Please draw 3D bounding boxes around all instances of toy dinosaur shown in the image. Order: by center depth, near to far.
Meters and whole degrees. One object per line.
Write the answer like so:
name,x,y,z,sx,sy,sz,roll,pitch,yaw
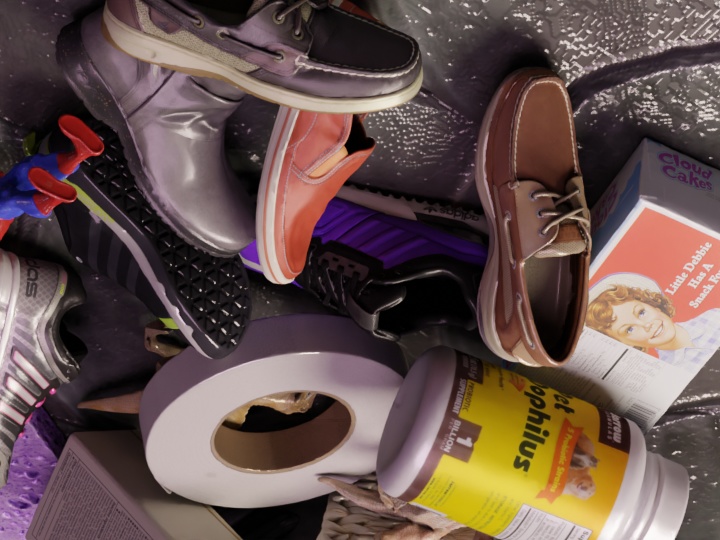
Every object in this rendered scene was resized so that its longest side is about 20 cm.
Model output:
toy dinosaur,-0.128,0.087,1.711,0.199,0.058,0.101,-4,133,12
toy dinosaur,0.077,0.159,1.711,0.199,0.136,0.086,-6,111,28

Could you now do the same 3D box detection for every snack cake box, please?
snack cake box,0.191,0.016,1.592,0.115,0.067,0.200,24,131,-12

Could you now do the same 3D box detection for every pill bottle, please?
pill bottle,0.119,0.134,1.594,0.199,0.109,0.109,22,132,-11

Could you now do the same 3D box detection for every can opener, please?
can opener,-0.124,0.223,1.847,0.200,0.079,0.063,-42,77,33

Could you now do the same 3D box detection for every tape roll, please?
tape roll,-0.059,0.104,1.679,0.202,0.037,0.203,-9,145,-6

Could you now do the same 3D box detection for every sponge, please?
sponge,-0.289,0.132,1.794,0.111,0.030,0.200,-16,129,21

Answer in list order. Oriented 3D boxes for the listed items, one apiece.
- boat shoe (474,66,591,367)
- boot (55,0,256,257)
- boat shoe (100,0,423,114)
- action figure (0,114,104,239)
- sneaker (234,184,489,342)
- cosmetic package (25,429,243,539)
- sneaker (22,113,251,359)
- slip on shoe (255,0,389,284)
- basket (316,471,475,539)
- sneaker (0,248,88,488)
boat shoe,0.121,-0.031,1.513,0.075,0.072,0.201,-12,110,-27
boot,-0.094,-0.104,1.509,0.131,0.070,0.200,-25,119,27
boat shoe,-0.058,-0.149,1.409,0.200,0.072,0.066,13,135,4
action figure,-0.250,-0.066,1.538,0.099,0.065,0.200,36,154,-14
sneaker,0.000,0.000,1.578,0.199,0.100,0.070,6,134,7
cosmetic package,-0.153,0.216,1.725,0.073,0.200,0.104,1,123,-48
sneaker,-0.153,-0.021,1.595,0.200,0.072,0.083,54,138,-6
slip on shoe,-0.024,-0.077,1.507,0.061,0.074,0.201,20,114,7
basket,0.027,0.258,1.804,0.135,0.124,0.201,6,133,3
sneaker,-0.242,0.076,1.688,0.087,0.074,0.201,2,117,-19
